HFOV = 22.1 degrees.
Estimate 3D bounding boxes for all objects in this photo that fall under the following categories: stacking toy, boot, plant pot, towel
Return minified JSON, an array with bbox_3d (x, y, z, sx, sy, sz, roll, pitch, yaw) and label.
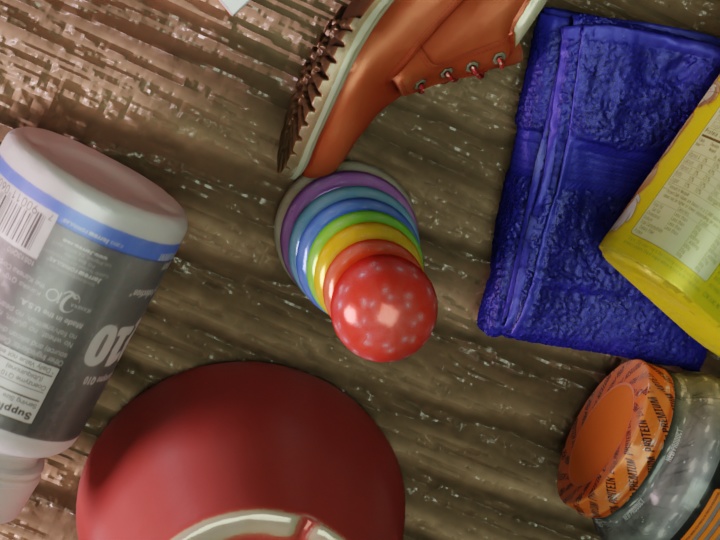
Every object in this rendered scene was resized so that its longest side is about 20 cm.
[{"bbox_3d":[0.000,0.000,0.990,0.085,0.200,0.086,-1,104,-5],"label":"stacking toy"},{"bbox_3d":[0.034,-0.122,1.031,0.107,0.075,0.200,32,98,-17],"label":"boot"},{"bbox_3d":[-0.063,0.167,1.040,0.200,0.177,0.201,-1,104,-6],"label":"plant pot"},{"bbox_3d":[0.156,-0.044,1.074,0.147,0.050,0.200,9,103,-8],"label":"towel"}]

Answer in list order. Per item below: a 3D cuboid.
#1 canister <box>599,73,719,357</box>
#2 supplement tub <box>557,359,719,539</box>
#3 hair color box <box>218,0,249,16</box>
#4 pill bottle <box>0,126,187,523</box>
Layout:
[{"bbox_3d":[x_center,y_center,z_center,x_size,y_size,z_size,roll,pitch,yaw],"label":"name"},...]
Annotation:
[{"bbox_3d":[0.239,-0.054,1.028,0.148,0.087,0.200,38,87,-38],"label":"canister"},{"bbox_3d":[0.225,0.140,1.091,0.200,0.123,0.123,30,100,-12],"label":"supplement tub"},{"bbox_3d":[-0.093,-0.249,0.988,0.111,0.064,0.200,-40,104,4],"label":"hair color box"},{"bbox_3d":[-0.188,0.032,1.024,0.114,0.114,0.200,27,101,-12],"label":"pill bottle"}]
